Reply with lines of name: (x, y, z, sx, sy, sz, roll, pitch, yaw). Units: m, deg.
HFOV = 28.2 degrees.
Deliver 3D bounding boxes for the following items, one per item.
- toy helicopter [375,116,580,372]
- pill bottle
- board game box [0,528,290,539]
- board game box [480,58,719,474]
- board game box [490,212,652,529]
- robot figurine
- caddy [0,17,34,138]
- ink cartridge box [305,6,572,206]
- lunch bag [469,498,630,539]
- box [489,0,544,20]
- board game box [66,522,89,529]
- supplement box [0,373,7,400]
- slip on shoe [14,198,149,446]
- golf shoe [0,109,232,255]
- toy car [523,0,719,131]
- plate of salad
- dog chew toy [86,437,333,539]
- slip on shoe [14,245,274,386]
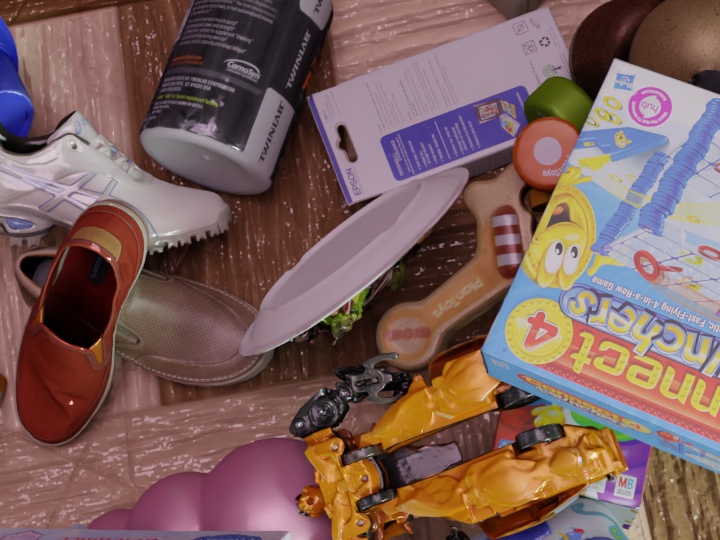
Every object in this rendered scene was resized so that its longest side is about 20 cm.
toy helicopter: (0.099, 0.005, 0.927, 0.200, 0.079, 0.132, -38, 77, 9)
pill bottle: (-0.084, -0.167, 1.077, 0.106, 0.106, 0.201, 16, 73, 10)
board game box: (-0.127, 0.256, 0.854, 0.199, 0.041, 0.201, -4, 99, 21)
board game box: (0.198, 0.004, 0.820, 0.199, 0.056, 0.196, 22, 76, 16)
board game box: (0.157, 0.062, 0.982, 0.103, 0.105, 0.201, 12, 75, 9)
robot figurine: (0.054, 0.113, 0.884, 0.199, 0.058, 0.145, -22, 74, 13)
caddy: (-0.342, -0.121, 1.070, 0.200, 0.142, 0.105, -38, 42, -7)
ink cartridge box: (0.068, -0.119, 1.084, 0.199, 0.039, 0.100, -19, 72, -2)
lunch bag: (0.095, 0.243, 0.903, 0.199, 0.082, 0.161, -24, 111, 2)
box: (0.170, -0.288, 1.105, 0.200, 0.082, 0.068, -42, 75, -6)
board game box: (-0.141, 0.296, 0.921, 0.200, 0.041, 0.200, 27, 109, 14)
supplement box: (-0.349, 0.150, 1.022, 0.126, 0.074, 0.201, 12, 74, 10)
slip on shoe: (-0.203, 0.044, 1.002, 0.074, 0.061, 0.200, 26, 118, 2)
golf shoe: (-0.191, -0.066, 1.047, 0.199, 0.078, 0.098, 3, 105, -7)
toy car: (0.235, -0.127, 0.968, 0.164, 0.200, 0.158, -44, 100, -12)
plate of salad: (0.000, 0.000, 0.984, 0.200, 0.200, 0.048, -40, 101, -7)
dog chew toy: (-0.101, 0.186, 0.967, 0.199, 0.125, 0.125, -14, 71, 10)
slip on shoe: (-0.160, 0.028, 1.048, 0.199, 0.061, 0.076, 22, 76, 12)
